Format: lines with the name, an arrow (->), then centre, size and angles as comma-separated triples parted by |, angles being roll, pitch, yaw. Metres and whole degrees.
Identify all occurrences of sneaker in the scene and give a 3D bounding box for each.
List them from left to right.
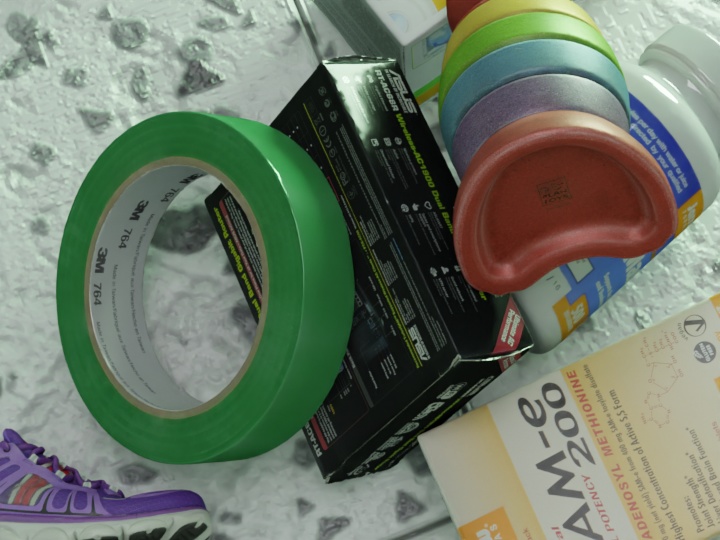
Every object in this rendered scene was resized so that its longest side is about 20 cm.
sneaker -> -0.185, 0.133, 1.135 | 0.198, 0.081, 0.084 | 2, 64, 4

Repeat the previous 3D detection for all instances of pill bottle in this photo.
pill bottle -> 0.145, -0.054, 1.167 | 0.200, 0.112, 0.112 | -40, 73, -11

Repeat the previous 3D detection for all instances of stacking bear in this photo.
stacking bear -> 0.093, -0.106, 1.087 | 0.120, 0.114, 0.201 | -16, 47, 8

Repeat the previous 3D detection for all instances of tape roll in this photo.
tape roll -> -0.093, 0.011, 1.127 | 0.199, 0.048, 0.203 | -2, 87, 38

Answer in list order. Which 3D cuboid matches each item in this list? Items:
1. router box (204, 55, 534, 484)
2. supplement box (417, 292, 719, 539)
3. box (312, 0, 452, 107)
router box -> 0.000, 0.000, 1.132 | 0.062, 0.150, 0.201 | -7, 64, -40
supplement box -> 0.148, 0.115, 1.112 | 0.199, 0.074, 0.127 | -26, 70, 3
box -> 0.076, -0.212, 1.232 | 0.199, 0.102, 0.113 | -36, 72, -10
